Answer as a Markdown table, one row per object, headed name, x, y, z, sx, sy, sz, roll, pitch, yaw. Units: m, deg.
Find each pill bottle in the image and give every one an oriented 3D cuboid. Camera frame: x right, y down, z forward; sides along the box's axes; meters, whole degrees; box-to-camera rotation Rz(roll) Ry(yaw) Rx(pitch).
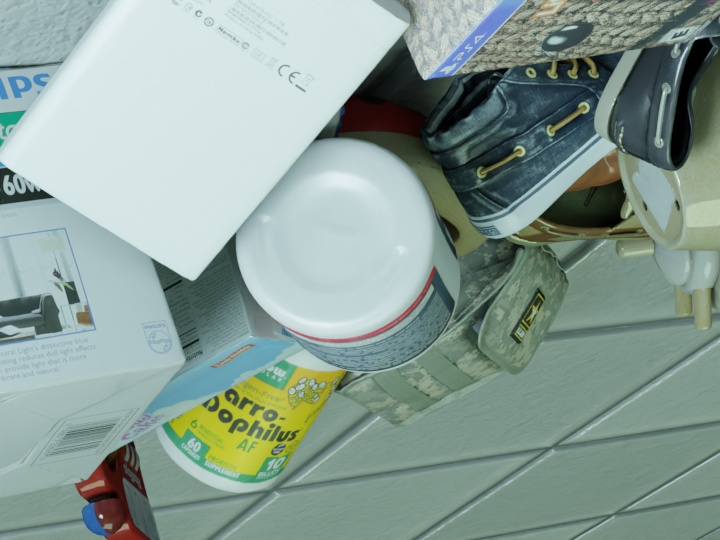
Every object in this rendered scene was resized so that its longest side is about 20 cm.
| name | x | y | z | sx | sy | sz | roll | pitch | yaw |
| --- | --- | --- | --- | --- | --- | --- | --- | --- | --- |
| pill bottle | 0.000 | 0.000 | 1.285 | 0.120 | 0.120 | 0.200 | -20 | 165 | 5 |
| pill bottle | -0.068 | 0.065 | 1.587 | 0.113 | 0.113 | 0.200 | 2 | 131 | -45 |

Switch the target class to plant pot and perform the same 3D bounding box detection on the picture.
| name | x | y | z | sx | sy | sz | roll | pitch | yaw |
| --- | --- | --- | --- | --- | --- | --- | --- | --- | --- |
| plant pot | 0.282 | -0.088 | 1.393 | 0.200 | 0.187 | 0.187 | -21 | 162 | -14 |

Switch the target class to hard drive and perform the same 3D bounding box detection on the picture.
| name | x | y | z | sx | sy | sz | roll | pitch | yaw |
| --- | --- | --- | --- | --- | --- | --- | --- | --- | --- |
| hard drive | -0.086 | -0.100 | 1.117 | 0.132 | 0.027 | 0.200 | 33 | 116 | -18 |

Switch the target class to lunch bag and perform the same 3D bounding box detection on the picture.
| name | x | y | z | sx | sy | sz | roll | pitch | yaw |
| --- | --- | --- | --- | --- | --- | --- | --- | --- | --- |
| lunch bag | 0.074 | 0.033 | 1.692 | 0.200 | 0.118 | 0.164 | -28 | 160 | 9 |

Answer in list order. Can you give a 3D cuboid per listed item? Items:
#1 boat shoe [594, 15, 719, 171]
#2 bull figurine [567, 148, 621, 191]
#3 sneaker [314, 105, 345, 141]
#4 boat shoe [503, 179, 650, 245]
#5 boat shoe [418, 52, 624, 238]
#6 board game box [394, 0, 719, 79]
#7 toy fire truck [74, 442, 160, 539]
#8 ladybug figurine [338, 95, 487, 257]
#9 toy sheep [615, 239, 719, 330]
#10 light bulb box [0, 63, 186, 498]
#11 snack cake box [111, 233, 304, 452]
| name | x | y | z | sx | sy | sz | roll | pitch | yaw |
| --- | --- | --- | --- | --- | --- | --- | --- | --- | --- |
| boat shoe | 0.215 | -0.152 | 1.268 | 0.073 | 0.063 | 0.200 | -2 | 125 | -49 |
| bull figurine | 0.155 | -0.096 | 1.483 | 0.200 | 0.065 | 0.121 | -14 | 157 | -20 |
| sneaker | -0.050 | -0.130 | 1.211 | 0.085 | 0.077 | 0.200 | -2 | 150 | -15 |
| boat shoe | 0.200 | -0.056 | 1.588 | 0.200 | 0.076 | 0.074 | -12 | -177 | -18 |
| boat shoe | 0.129 | -0.117 | 1.339 | 0.200 | 0.091 | 0.071 | -44 | -151 | -16 |
| board game box | 0.131 | -0.193 | 1.113 | 0.200 | 0.097 | 0.159 | -12 | 161 | -34 |
| toy fire truck | -0.204 | 0.134 | 1.630 | 0.112 | 0.168 | 0.200 | -18 | 161 | 0 |
| ladybug figurine | 0.015 | -0.064 | 1.399 | 0.136 | 0.072 | 0.200 | -9 | 157 | 25 |
| toy sheep | 0.311 | -0.024 | 1.725 | 0.200 | 0.138 | 0.138 | -8 | 159 | -13 |
| light bulb box | -0.218 | 0.012 | 1.230 | 0.125 | 0.200 | 0.198 | -9 | 159 | -30 |
| snack cake box | -0.140 | 0.037 | 1.391 | 0.200 | 0.115 | 0.067 | -29 | 159 | 29 |
